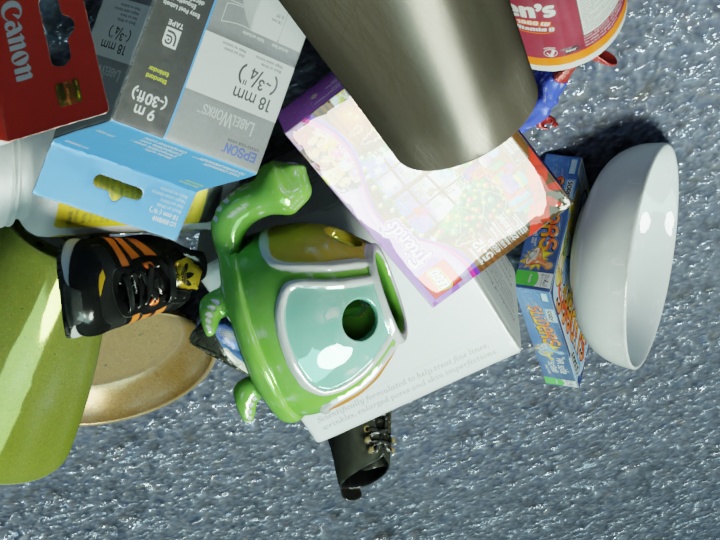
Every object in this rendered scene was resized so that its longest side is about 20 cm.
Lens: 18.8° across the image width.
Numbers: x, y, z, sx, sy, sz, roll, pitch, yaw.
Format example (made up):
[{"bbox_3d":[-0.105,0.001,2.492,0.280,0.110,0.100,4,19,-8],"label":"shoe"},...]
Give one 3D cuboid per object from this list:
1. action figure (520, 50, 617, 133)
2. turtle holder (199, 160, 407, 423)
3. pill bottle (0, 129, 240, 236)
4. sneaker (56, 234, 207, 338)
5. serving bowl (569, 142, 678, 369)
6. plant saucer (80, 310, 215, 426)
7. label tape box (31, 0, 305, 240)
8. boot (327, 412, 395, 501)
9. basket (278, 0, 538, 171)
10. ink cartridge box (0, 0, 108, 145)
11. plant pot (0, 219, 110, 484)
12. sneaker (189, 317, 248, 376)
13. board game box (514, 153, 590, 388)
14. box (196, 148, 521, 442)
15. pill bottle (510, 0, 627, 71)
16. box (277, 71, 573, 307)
[{"bbox_3d":[0.152,-0.121,1.785,0.099,0.065,0.200,23,134,-30],"label":"action figure"},{"bbox_3d":[-0.043,0.016,1.646,0.132,0.186,0.141,-17,170,12],"label":"turtle holder"},{"bbox_3d":[-0.200,-0.083,1.637,0.200,0.114,0.114,-3,148,-22],"label":"pill bottle"},{"bbox_3d":[-0.167,0.004,1.622,0.090,0.070,0.200,-6,-173,6],"label":"sneaker"},{"bbox_3d":[0.226,-0.017,1.906,0.066,0.200,0.200,9,155,17],"label":"serving bowl"},{"bbox_3d":[-0.231,0.078,1.969,0.200,0.035,0.200,-12,150,-7],"label":"plant saucer"},{"bbox_3d":[-0.129,-0.123,1.538,0.144,0.063,0.200,19,92,-45],"label":"label tape box"},{"bbox_3d":[0.020,0.112,2.044,0.077,0.138,0.200,0,145,-26],"label":"boot"},{"bbox_3d":[0.030,-0.178,1.478,0.180,0.136,0.200,-3,131,37],"label":"basket"},{"bbox_3d":[-0.281,-0.151,1.437,0.200,0.160,0.047,-15,151,-2],"label":"ink cartridge box"},{"bbox_3d":[-0.282,0.037,1.764,0.187,0.187,0.200,8,127,-35],"label":"plant pot"},{"bbox_3d":[-0.075,0.046,1.950,0.200,0.078,0.089,1,111,-54],"label":"sneaker"},{"bbox_3d":[0.181,0.003,1.946,0.034,0.136,0.200,8,156,17],"label":"board game box"},{"bbox_3d":[0.000,0.000,1.781,0.199,0.131,0.200,-25,119,16],"label":"box"},{"bbox_3d":[0.127,-0.237,1.539,0.109,0.110,0.200,-18,150,4],"label":"pill bottle"},{"bbox_3d":[0.050,-0.083,1.628,0.137,0.039,0.200,-37,121,8],"label":"box"}]
